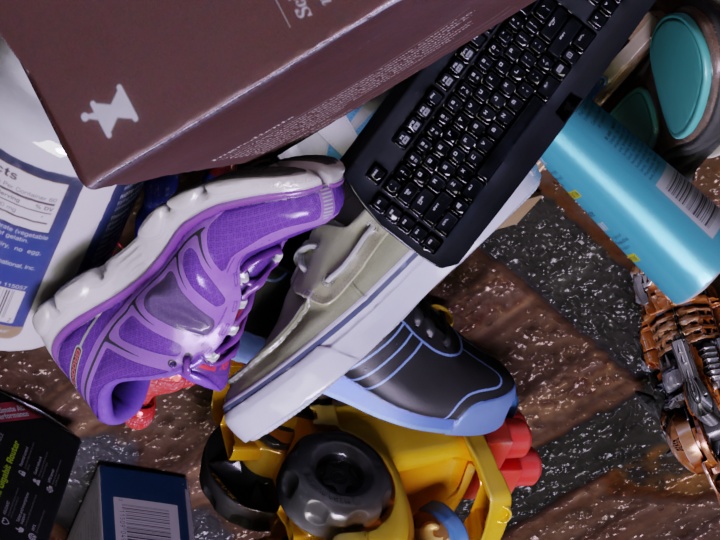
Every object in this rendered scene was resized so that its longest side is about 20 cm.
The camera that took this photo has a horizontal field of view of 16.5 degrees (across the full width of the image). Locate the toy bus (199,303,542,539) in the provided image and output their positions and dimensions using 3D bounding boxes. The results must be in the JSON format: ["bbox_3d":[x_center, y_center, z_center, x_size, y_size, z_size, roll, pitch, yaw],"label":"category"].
[{"bbox_3d":[0.020,0.116,1.382,0.191,0.200,0.136,4,137,-22],"label":"toy bus"}]

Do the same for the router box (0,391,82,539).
[{"bbox_3d":[-0.239,0.185,1.409,0.062,0.200,0.150,32,124,-14],"label":"router box"}]

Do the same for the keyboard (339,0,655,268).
[{"bbox_3d":[0.064,-0.105,1.163,0.104,0.040,0.200,36,88,-10],"label":"keyboard"}]

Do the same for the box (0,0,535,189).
[{"bbox_3d":[-0.049,-0.149,1.059,0.164,0.166,0.200,-29,176,21],"label":"box"}]

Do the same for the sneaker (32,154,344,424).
[{"bbox_3d":[-0.071,0.010,1.196,0.200,0.084,0.081,-37,168,38],"label":"sneaker"}]

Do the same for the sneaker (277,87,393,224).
[{"bbox_3d":[-0.012,-0.098,1.242,0.081,0.077,0.200,-2,133,-1],"label":"sneaker"}]

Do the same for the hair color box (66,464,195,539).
[{"bbox_3d":[-0.159,0.223,1.528,0.060,0.100,0.200,10,133,-19],"label":"hair color box"}]

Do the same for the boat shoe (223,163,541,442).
[{"bbox_3d":[0.000,0.000,1.222,0.200,0.072,0.062,-44,91,-3],"label":"boat shoe"}]

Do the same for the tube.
[{"bbox_3d":[0.103,-0.069,1.223,0.200,0.077,0.050,44,96,-5],"label":"tube"}]

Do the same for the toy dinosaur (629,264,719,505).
[{"bbox_3d":[0.197,0.080,1.397,0.102,0.136,0.201,1,95,13],"label":"toy dinosaur"}]

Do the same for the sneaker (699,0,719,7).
[{"bbox_3d":[0.236,-0.193,1.166,0.088,0.081,0.200,20,136,-8],"label":"sneaker"}]

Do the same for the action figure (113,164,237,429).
[{"bbox_3d":[-0.103,-0.014,1.331,0.065,0.099,0.201,9,111,-12],"label":"action figure"}]

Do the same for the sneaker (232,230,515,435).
[{"bbox_3d":[0.005,0.024,1.292,0.200,0.070,0.078,19,115,-25],"label":"sneaker"}]

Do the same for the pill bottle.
[{"bbox_3d":[-0.159,-0.063,1.232,0.111,0.111,0.200,13,132,-19],"label":"pill bottle"}]

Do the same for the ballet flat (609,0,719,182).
[{"bbox_3d":[0.170,-0.088,1.254,0.068,0.068,0.200,-11,167,-14],"label":"ballet flat"}]

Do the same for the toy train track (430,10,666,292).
[{"bbox_3d":[0.085,-0.067,1.303,0.200,0.033,0.115,-48,167,22],"label":"toy train track"}]
